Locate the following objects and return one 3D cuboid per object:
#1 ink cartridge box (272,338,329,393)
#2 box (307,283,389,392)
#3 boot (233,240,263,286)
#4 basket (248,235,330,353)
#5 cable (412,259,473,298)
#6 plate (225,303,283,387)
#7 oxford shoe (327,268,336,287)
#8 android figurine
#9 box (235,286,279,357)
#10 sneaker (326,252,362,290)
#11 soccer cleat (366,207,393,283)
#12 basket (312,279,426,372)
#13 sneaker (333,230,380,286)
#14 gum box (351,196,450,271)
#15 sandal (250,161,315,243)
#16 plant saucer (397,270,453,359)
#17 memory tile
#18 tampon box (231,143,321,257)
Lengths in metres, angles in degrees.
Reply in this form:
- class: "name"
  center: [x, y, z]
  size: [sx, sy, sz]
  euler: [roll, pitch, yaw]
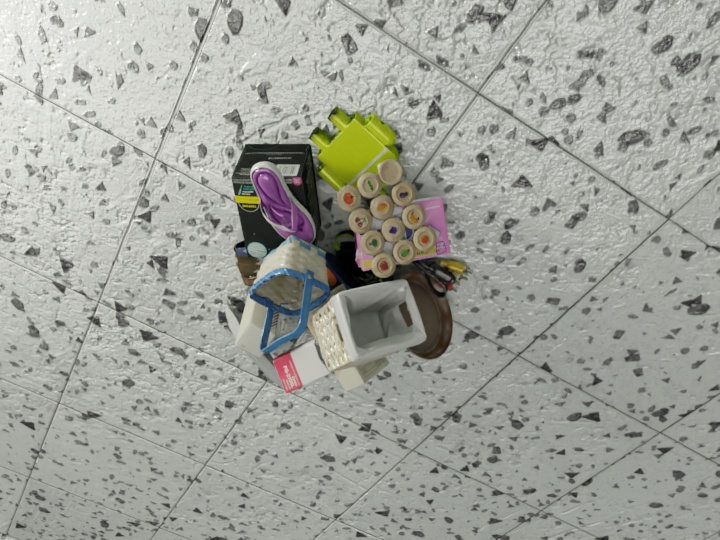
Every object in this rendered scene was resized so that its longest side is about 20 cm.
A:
- class: "ink cartridge box"
  center: [-0.094, 0.200, 1.550]
  size: [0.196, 0.145, 0.086]
  euler: [-24, 89, 0]
- class: "box"
  center: [-0.034, 0.145, 1.422]
  size: [0.077, 0.094, 0.203]
  euler: [-31, 88, 47]
- class: "boot"
  center: [-0.191, -0.036, 1.497]
  size: [0.195, 0.075, 0.099]
  euler: [-18, 120, 6]
- class: "basket"
  center: [-0.139, 0.050, 1.306]
  size: [0.137, 0.204, 0.175]
  euler: [27, 148, -26]
- class: "cable"
  center: [0.153, -0.011, 1.501]
  size: [0.197, 0.051, 0.098]
  euler: [33, 123, -5]
- class: "plate"
  center: [-0.259, 0.194, 1.633]
  size: [0.032, 0.199, 0.201]
  euler: [-40, 122, -7]
- class: "oxford shoe"
  center: [-0.116, 0.038, 1.502]
  size: [0.071, 0.073, 0.200]
  euler: [46, 161, -2]
- class: "android figurine"
  center: [-0.004, -0.231, 1.334]
  size: [0.199, 0.042, 0.181]
  euler: [40, 124, -21]
- class: "box"
  center: [-0.229, 0.098, 1.528]
  size: [0.067, 0.202, 0.083]
  euler: [27, 121, -17]
- class: "sneaker"
  center: [-0.045, 0.046, 1.549]
  size: [0.077, 0.071, 0.200]
  euler: [-30, 121, 20]
- class: "soccer cleat"
  center: [0.062, -0.054, 1.436]
  size: [0.079, 0.068, 0.205]
  euler: [-7, 114, 6]
- class: "basket"
  center: [0.014, 0.113, 1.338]
  size: [0.197, 0.139, 0.123]
  euler: [-9, 164, -41]
- class: "sneaker"
  center: [0.000, 0.000, 1.496]
  size: [0.071, 0.084, 0.200]
  euler: [-28, 121, 28]
- class: "gum box"
  center: [0.078, -0.077, 1.365]
  size: [0.194, 0.066, 0.117]
  euler: [-11, 99, -6]
- class: "sandal"
  center: [-0.155, -0.115, 1.276]
  size: [0.081, 0.051, 0.204]
  euler: [-17, 128, 21]
- class: "plant saucer"
  center: [0.133, 0.102, 1.494]
  size: [0.199, 0.203, 0.032]
  euler: [40, 140, -24]
- class: "memory tile"
  center: [0.054, -0.103, 1.317]
  size: [0.151, 0.017, 0.203]
  euler: [-30, 99, -3]
- class: "tampon box"
  center: [-0.169, -0.141, 1.374]
  size: [0.145, 0.128, 0.204]
  euler: [1, 130, 7]
